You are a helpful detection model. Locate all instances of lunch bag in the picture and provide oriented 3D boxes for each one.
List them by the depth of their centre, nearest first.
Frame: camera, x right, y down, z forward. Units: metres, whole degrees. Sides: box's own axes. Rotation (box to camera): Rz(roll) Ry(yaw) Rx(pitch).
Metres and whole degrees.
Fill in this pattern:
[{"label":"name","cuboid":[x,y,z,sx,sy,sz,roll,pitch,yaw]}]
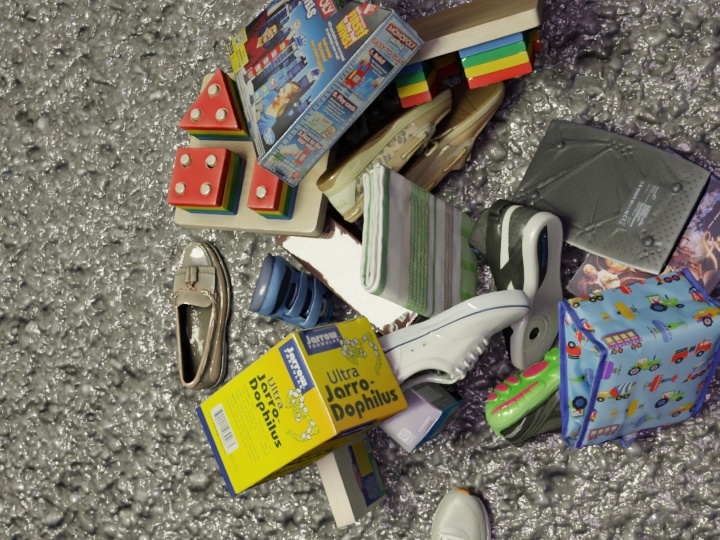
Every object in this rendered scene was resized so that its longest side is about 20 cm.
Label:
[{"label":"lunch bag","cuboid":[0.295,0.117,0.937,0.150,0.094,0.201,-14,126,-10]}]

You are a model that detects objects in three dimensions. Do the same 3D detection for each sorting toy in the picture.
[{"label":"sorting toy","cuboid":[0.117,-0.257,1.013,0.199,0.199,0.070,-13,112,19]},{"label":"sorting toy","cuboid":[-0.133,-0.152,1.052,0.199,0.070,0.200,5,79,25]}]

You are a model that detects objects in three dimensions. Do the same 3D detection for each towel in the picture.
[{"label":"towel","cuboid":[0.070,-0.018,0.995,0.031,0.200,0.150,-11,66,38]}]

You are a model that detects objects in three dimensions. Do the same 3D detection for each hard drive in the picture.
[{"label":"hard drive","cuboid":[0.279,-0.084,0.993,0.200,0.042,0.135,28,93,36]}]

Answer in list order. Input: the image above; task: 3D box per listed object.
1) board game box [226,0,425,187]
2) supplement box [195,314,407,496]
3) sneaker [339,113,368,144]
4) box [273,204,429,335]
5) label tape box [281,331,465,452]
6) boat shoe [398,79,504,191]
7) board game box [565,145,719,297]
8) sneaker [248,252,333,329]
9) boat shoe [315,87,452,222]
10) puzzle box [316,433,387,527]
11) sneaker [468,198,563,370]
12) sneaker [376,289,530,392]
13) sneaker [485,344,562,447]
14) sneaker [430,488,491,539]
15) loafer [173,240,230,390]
[{"label":"board game box","cuboid":[-0.038,-0.227,0.935,0.200,0.062,0.200,-34,51,22]},{"label":"supplement box","cuboid":[-0.067,0.145,0.929,0.200,0.109,0.110,-39,71,41]},{"label":"sneaker","cuboid":[-0.058,-0.162,1.115,0.114,0.075,0.201,21,92,20]},{"label":"box","cuboid":[0.000,0.000,1.080,0.200,0.100,0.075,38,98,15]},{"label":"label tape box","cuboid":[0.020,0.118,1.045,0.200,0.143,0.066,42,101,15]},{"label":"boat shoe","cuboid":[0.102,-0.156,1.073,0.200,0.065,0.071,-42,42,9]},{"label":"board game box","cuboid":[0.347,-0.021,1.002,0.135,0.035,0.200,36,99,16]},{"label":"sneaker","cuboid":[-0.080,0.030,1.058,0.082,0.200,0.074,20,87,9]},{"label":"boat shoe","cuboid":[0.037,-0.138,1.017,0.200,0.073,0.063,-41,105,-15]},{"label":"puzzle box","cuboid":[-0.027,0.197,1.064,0.025,0.133,0.201,-21,81,16]},{"label":"sneaker","cuboid":[0.178,0.010,1.038,0.112,0.073,0.201,31,129,46]},{"label":"sneaker","cuboid":[0.100,0.085,0.953,0.199,0.073,0.071,-23,68,-6]},{"label":"sneaker","cuboid":[0.242,0.138,1.021,0.200,0.077,0.084,-28,118,7]},{"label":"sneaker","cuboid":[0.104,0.361,1.037,0.075,0.092,0.201,11,91,17]},{"label":"loafer","cuboid":[-0.214,0.059,1.165,0.072,0.063,0.201,-5,87,17]}]
